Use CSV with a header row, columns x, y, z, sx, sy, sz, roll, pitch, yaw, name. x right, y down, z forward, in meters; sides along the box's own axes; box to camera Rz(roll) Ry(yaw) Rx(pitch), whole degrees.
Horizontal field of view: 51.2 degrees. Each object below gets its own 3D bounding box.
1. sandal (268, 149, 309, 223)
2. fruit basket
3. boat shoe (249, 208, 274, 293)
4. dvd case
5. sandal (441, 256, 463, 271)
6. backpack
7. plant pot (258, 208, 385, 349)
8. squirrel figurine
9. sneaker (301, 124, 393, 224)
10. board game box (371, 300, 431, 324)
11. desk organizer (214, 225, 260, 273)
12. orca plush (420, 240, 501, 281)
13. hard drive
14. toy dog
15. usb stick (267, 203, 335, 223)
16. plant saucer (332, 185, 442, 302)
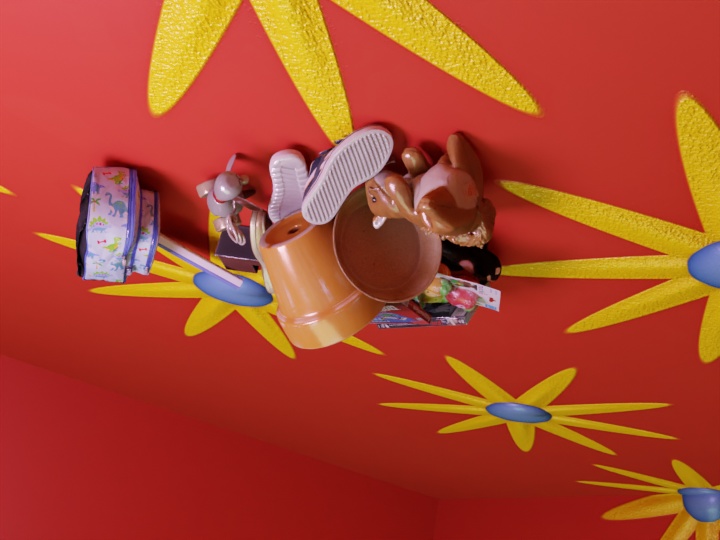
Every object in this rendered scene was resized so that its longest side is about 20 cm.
x,y,z,sx,sy,sz,roll,pitch,yaw,name
-0.116,-0.145,1.276,0.082,0.050,0.203,-2,151,-9,sandal
0.151,0.036,1.350,0.199,0.094,0.185,21,171,13,fruit basket
-0.155,-0.037,1.390,0.066,0.074,0.201,-1,138,10,boat shoe
0.146,0.069,1.510,0.199,0.146,0.022,-8,114,33,dvd case
0.124,-0.038,1.408,0.199,0.045,0.075,15,165,-43,sandal
-0.444,-0.090,1.381,0.146,0.184,0.200,3,153,-18,backpack
-0.077,0.000,1.285,0.199,0.200,0.184,-8,123,36,plant pot
0.104,-0.100,1.170,0.186,0.142,0.200,-5,149,45,squirrel figurine
-0.027,-0.164,1.170,0.078,0.080,0.200,29,125,-27,sneaker
0.021,0.072,1.389,0.199,0.020,0.103,-3,152,39,board game box
-0.180,-0.034,1.506,0.199,0.072,0.077,8,157,9,desk organizer
0.191,-0.048,1.355,0.199,0.071,0.105,31,-165,-17,orca plush
-0.344,-0.023,1.563,0.199,0.025,0.132,30,175,-17,hard drive
-0.211,-0.130,1.281,0.200,0.096,0.133,25,137,61,toy dog
-0.075,-0.104,1.357,0.199,0.033,0.056,1,145,22,usb stick
0.040,-0.044,1.239,0.199,0.201,0.035,21,161,-20,plant saucer
